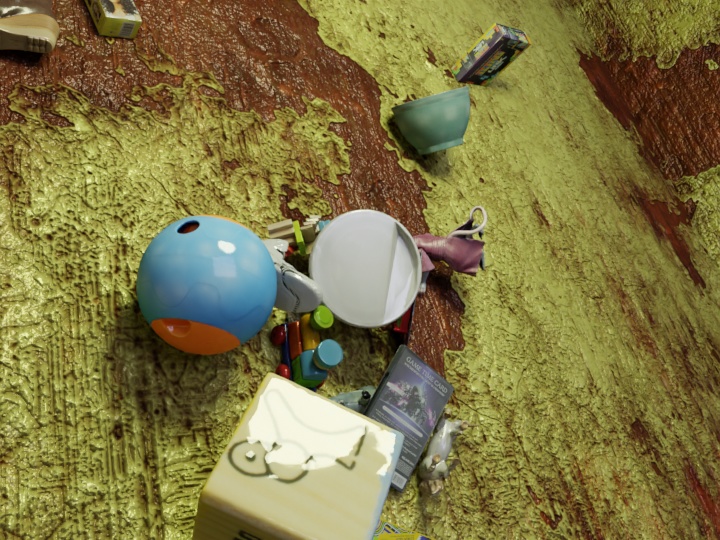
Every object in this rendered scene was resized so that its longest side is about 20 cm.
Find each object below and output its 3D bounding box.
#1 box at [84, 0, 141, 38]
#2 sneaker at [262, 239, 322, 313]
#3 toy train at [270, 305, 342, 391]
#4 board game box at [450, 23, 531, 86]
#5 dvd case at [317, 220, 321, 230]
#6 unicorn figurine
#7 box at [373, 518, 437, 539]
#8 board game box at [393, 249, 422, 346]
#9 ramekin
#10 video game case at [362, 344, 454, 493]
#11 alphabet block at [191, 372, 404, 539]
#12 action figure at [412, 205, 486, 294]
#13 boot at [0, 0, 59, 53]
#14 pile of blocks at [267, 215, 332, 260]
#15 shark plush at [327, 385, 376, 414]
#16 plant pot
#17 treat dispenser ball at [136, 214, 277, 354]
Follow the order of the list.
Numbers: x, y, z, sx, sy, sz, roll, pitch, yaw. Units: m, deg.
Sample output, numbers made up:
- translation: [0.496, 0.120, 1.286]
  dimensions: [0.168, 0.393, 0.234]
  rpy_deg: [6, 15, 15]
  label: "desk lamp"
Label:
- translation: [-0.491, -0.540, 1.192]
  dimensions: [0.075, 0.050, 0.201]
  rpy_deg: [-14, 70, -45]
  label: "box"
- translation: [-0.133, 0.001, 1.042]
  dimensions: [0.198, 0.076, 0.115]
  rpy_deg: [17, 30, 22]
  label: "sneaker"
- translation: [-0.088, 0.092, 1.033]
  dimensions: [0.084, 0.116, 0.202]
  rpy_deg: [12, 54, -34]
  label: "toy train"
- translation: [0.406, -0.666, 1.940]
  dimensions: [0.164, 0.200, 0.057]
  rpy_deg: [-11, 69, -43]
  label: "board game box"
- translation: [-0.007, -0.007, 1.243]
  dimensions: [0.198, 0.025, 0.152]
  rpy_deg: [17, 52, -30]
  label: "dvd case"
- translation: [0.149, 0.304, 1.096]
  dimensions: [0.074, 0.138, 0.200]
  rpy_deg: [37, 61, 12]
  label: "unicorn figurine"
- translation: [0.047, 0.430, 0.945]
  dimensions: [0.199, 0.064, 0.071]
  rpy_deg: [29, 46, -22]
  label: "box"
- translation: [0.082, 0.058, 1.188]
  dimensions: [0.038, 0.159, 0.202]
  rpy_deg: [10, 61, 3]
  label: "board game box"
- translation: [0.000, 0.000, 1.092]
  dimensions: [0.200, 0.094, 0.205]
  rpy_deg: [2, 85, -17]
  label: "ramekin"
- translation: [0.068, 0.247, 1.037]
  dimensions: [0.143, 0.019, 0.201]
  rpy_deg: [41, 69, -29]
  label: "video game case"
- translation: [-0.081, 0.288, 0.800]
  dimensions: [0.198, 0.198, 0.196]
  rpy_deg: [24, 43, 4]
  label: "alphabet block"
- translation: [0.168, -0.044, 1.328]
  dimensions: [0.197, 0.150, 0.135]
  rpy_deg: [0, 45, -3]
  label: "action figure"
- translation: [-0.604, -0.430, 1.021]
  dimensions: [0.198, 0.073, 0.167]
  rpy_deg: [5, 46, -37]
  label: "boot"
- translation: [-0.073, -0.052, 1.145]
  dimensions: [0.198, 0.082, 0.063]
  rpy_deg: [-3, 57, -25]
  label: "pile of blocks"
- translation: [-0.005, 0.212, 1.042]
  dimensions: [0.198, 0.083, 0.092]
  rpy_deg: [20, 50, -29]
  label: "shark plush"
- translation: [0.188, -0.369, 1.567]
  dimensions: [0.200, 0.199, 0.136]
  rpy_deg: [-27, 107, -47]
  label: "plant pot"
- translation: [-0.221, 0.020, 0.907]
  dimensions: [0.199, 0.201, 0.203]
  rpy_deg: [22, 49, -27]
  label: "treat dispenser ball"
